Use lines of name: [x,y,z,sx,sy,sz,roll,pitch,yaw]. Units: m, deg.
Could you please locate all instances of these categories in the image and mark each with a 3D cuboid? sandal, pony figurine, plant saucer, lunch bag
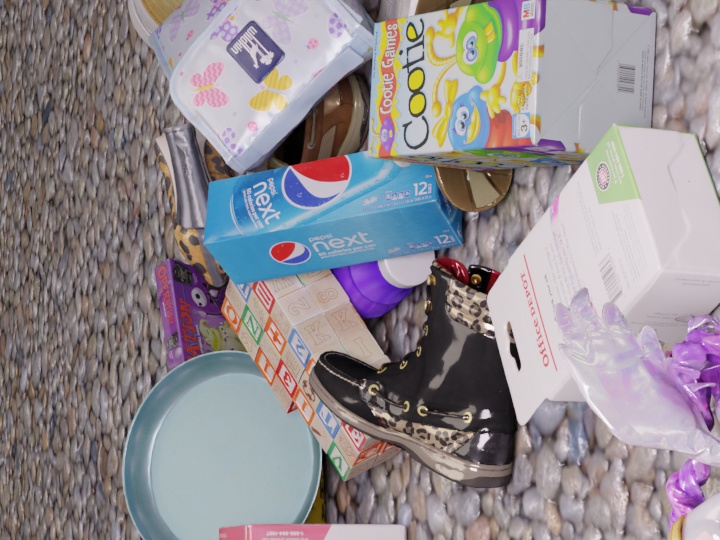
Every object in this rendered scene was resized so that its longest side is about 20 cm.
sandal: [0.082,-0.144,1.519,0.054,0.080,0.201,95,172,-87]
pony figurine: [0.218,0.082,1.101,0.200,0.166,0.194,-39,58,40]
plant saucer: [-0.119,0.172,1.738,0.199,0.027,0.201,-5,77,23]
lunch bag: [-0.079,-0.193,1.683,0.170,0.127,0.200,-44,37,13]

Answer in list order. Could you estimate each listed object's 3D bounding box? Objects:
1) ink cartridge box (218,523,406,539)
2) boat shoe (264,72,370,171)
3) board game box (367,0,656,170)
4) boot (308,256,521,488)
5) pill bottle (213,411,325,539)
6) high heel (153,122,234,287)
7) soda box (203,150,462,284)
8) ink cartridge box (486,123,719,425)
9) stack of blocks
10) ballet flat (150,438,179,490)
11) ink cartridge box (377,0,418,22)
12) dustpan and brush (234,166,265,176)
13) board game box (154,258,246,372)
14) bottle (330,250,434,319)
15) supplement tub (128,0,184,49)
ink cartridge box: [-0.041,0.312,1.627,0.083,0.146,0.201,159,112,-65]
boat shoe: [-0.054,-0.100,1.800,0.076,0.074,0.201,63,142,45]
board game box: [0.102,-0.129,1.380,0.200,0.103,0.105,0,87,57]
boot: [0.052,0.063,1.501,0.200,0.073,0.151,29,113,41]
pill bottle: [-0.088,0.188,1.797,0.111,0.111,0.201,150,119,-62]
high heel: [-0.137,-0.059,1.750,0.200,0.071,0.143,-45,-58,-85]
soda box: [-0.021,-0.046,1.570,0.068,0.199,0.064,55,-150,-51]
ink cartridge box: [0.163,0.010,1.302,0.200,0.067,0.118,125,141,-48]
stack of blocks: [-0.036,0.074,1.660,0.200,0.058,0.115,56,154,19]
ballet flat: [-0.148,0.223,1.859,0.200,0.069,0.070,54,-164,-51]
ink cartridge box: [0.055,-0.253,1.637,0.200,0.050,0.162,-103,22,-73]
dustpan and brush: [-0.095,-0.128,1.860,0.200,0.057,0.140,-100,21,-59]
board game box: [-0.138,0.092,1.915,0.032,0.120,0.201,-36,52,36]
bottle: [0.000,0.000,1.675,0.200,0.065,0.084,163,99,-65]
supplement tub: [-0.145,-0.303,1.950,0.200,0.144,0.145,140,129,-58]
